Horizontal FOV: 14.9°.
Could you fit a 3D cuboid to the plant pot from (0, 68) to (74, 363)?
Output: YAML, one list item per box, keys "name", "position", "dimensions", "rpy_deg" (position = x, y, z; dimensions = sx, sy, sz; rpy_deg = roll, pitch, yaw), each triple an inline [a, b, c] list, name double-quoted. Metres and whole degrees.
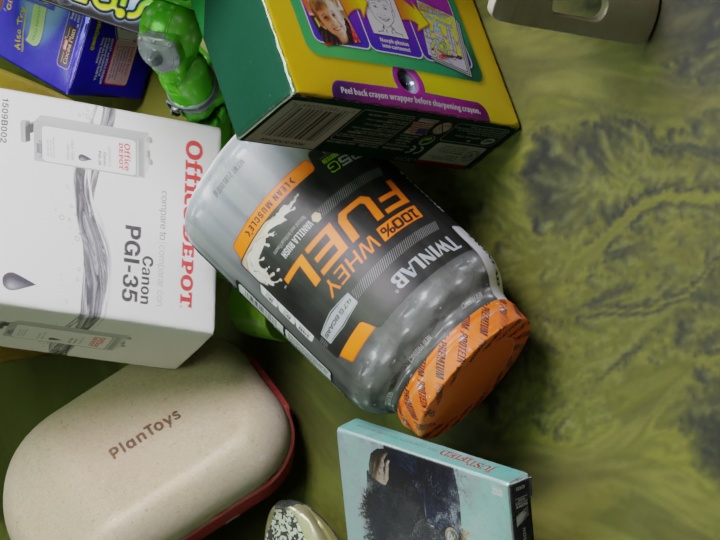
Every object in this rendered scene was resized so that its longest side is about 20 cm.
- name: "plant pot"
  position: [-0.257, -0.025, 1.893]
  dimensions: [0.199, 0.176, 0.201]
  rpy_deg: [-9, 81, 45]

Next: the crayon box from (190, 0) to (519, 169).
- name: "crayon box"
  position: [-0.013, -0.155, 1.642]
  dimensions: [0.058, 0.199, 0.173]
  rpy_deg: [-36, 63, 35]

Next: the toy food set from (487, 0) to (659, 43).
- name: "toy food set"
  position: [0.071, -0.205, 1.602]
  dimensions: [0.200, 0.143, 0.061]
  rpy_deg: [52, 121, 33]

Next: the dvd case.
- name: "dvd case"
  position: [0.050, 0.198, 1.636]
  dimensions: [0.146, 0.022, 0.201]
  rpy_deg: [16, 120, 44]

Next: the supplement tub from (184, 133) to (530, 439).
- name: "supplement tub"
  position: [0.000, 0.000, 1.655]
  dimensions: [0.200, 0.122, 0.123]
  rpy_deg: [43, 117, 18]

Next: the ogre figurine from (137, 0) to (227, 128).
- name: "ogre figurine"
  position: [-0.091, -0.194, 1.727]
  dimensions: [0.098, 0.120, 0.201]
  rpy_deg: [37, 98, 16]

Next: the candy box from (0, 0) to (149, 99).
- name: "candy box"
  position: [-0.216, -0.232, 1.936]
  dimensions: [0.200, 0.077, 0.170]
  rpy_deg: [31, 109, 40]

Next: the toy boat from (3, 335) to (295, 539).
- name: "toy boat"
  position: [-0.134, 0.143, 1.803]
  dimensions: [0.199, 0.131, 0.131]
  rpy_deg: [-32, 56, -9]

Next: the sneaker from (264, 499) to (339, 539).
- name: "sneaker"
  position: [-0.053, 0.246, 1.734]
  dimensions: [0.077, 0.088, 0.201]
  rpy_deg: [-4, 84, 45]

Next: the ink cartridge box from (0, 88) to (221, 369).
- name: "ink cartridge box"
  position: [-0.192, -0.029, 1.728]
  dimensions: [0.083, 0.199, 0.147]
  rpy_deg: [141, 134, -61]

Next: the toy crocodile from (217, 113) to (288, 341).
- name: "toy crocodile"
  position: [-0.059, -0.054, 1.787]
  dimensions: [0.067, 0.062, 0.201]
  rpy_deg: [-10, 75, 44]

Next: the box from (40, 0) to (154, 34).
- name: "box"
  position: [-0.155, -0.219, 1.821]
  dimensions: [0.199, 0.035, 0.111]
  rpy_deg: [19, 104, 3]
